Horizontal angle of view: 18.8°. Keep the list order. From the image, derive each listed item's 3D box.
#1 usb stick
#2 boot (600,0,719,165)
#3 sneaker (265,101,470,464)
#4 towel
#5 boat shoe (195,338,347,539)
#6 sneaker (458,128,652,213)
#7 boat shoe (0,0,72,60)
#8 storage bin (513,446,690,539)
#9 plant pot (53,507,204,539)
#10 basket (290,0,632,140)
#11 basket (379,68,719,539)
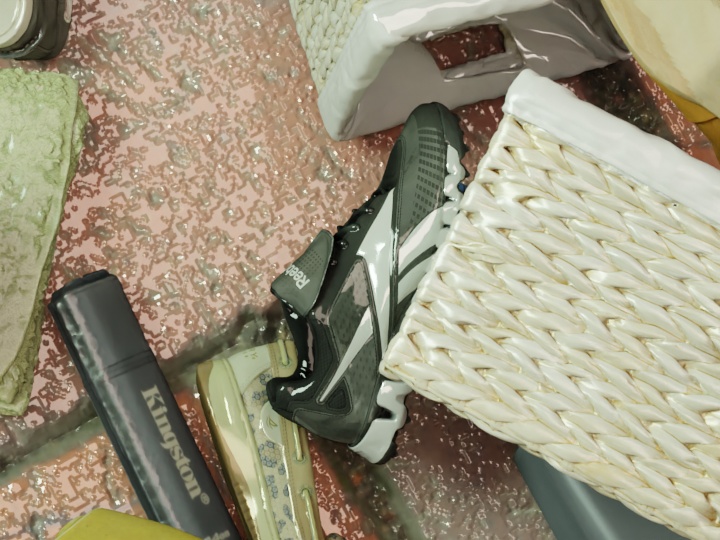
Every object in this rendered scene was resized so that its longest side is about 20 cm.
[{"bbox_3d":[-0.116,0.094,1.212,0.032,0.055,0.201,-27,87,27],"label":"usb stick"},{"bbox_3d":[0.184,-0.089,1.108,0.071,0.144,0.201,-40,79,-3],"label":"boot"},{"bbox_3d":[0.000,0.000,1.184,0.090,0.066,0.201,15,91,-16],"label":"sneaker"},{"bbox_3d":[-0.239,-0.024,1.216,0.147,0.036,0.201,11,81,-7],"label":"towel"},{"bbox_3d":[-0.033,0.137,1.208,0.062,0.073,0.201,-19,85,-9],"label":"boat shoe"},{"bbox_3d":[0.091,-0.026,1.253,0.200,0.078,0.090,-37,83,-15],"label":"sneaker"},{"bbox_3d":[-0.200,-0.216,1.247,0.066,0.057,0.201,-9,78,25],"label":"boat shoe"},{"bbox_3d":[0.189,0.109,1.225,0.199,0.146,0.135,-32,78,-12],"label":"storage bin"},{"bbox_3d":[-0.125,0.243,1.098,0.200,0.194,0.195,46,51,7],"label":"plant pot"},{"bbox_3d":[0.061,-0.191,1.206,0.197,0.200,0.162,-17,79,-12],"label":"basket"},{"bbox_3d":[0.136,0.026,1.074,0.199,0.198,0.162,27,90,10],"label":"basket"}]
